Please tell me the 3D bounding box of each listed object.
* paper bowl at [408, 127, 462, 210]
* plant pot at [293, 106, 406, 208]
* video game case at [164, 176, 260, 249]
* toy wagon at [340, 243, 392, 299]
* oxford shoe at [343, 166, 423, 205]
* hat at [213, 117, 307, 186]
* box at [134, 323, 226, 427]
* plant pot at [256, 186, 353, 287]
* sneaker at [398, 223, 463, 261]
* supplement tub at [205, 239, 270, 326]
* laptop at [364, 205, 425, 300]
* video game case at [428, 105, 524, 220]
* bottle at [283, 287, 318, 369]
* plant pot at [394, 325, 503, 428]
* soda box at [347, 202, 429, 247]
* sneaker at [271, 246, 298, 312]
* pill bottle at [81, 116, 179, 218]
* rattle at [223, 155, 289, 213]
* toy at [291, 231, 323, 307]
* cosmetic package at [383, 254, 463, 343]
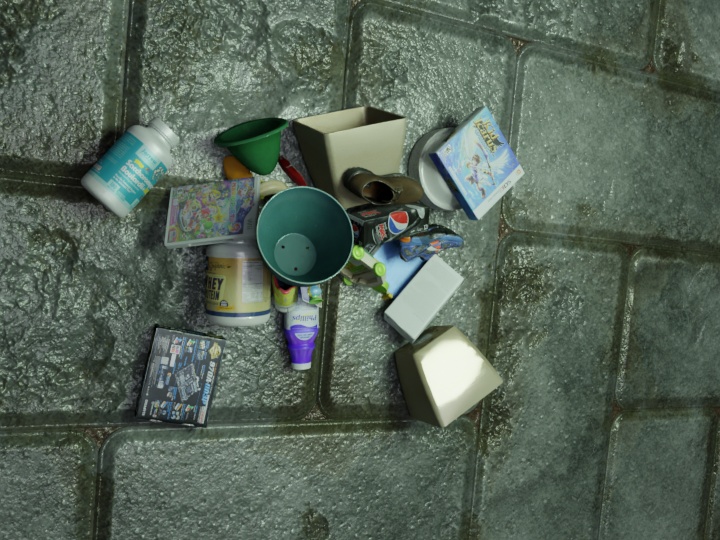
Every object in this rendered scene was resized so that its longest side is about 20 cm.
[{"bbox_3d":[0.227,-0.253,1.628,0.196,0.104,0.206,-3,97,-25],"label":"paper bowl"},{"bbox_3d":[-0.019,-0.253,1.466,0.196,0.200,0.181,-16,115,-22],"label":"plant pot"},{"bbox_3d":[-0.307,-0.122,1.355,0.195,0.018,0.146,-6,62,7],"label":"video game case"},{"bbox_3d":[0.000,0.000,1.521,0.199,0.154,0.040,36,65,-22],"label":"toy wagon"},{"bbox_3d":[0.063,-0.165,1.395,0.196,0.085,0.074,0,121,-34],"label":"oxford shoe"},{"bbox_3d":[-0.208,-0.218,1.404,0.163,0.199,0.179,-26,118,-22],"label":"hat"},{"bbox_3d":[-0.394,0.233,1.425,0.156,0.046,0.205,13,90,-25],"label":"box"},{"bbox_3d":[-0.125,-0.053,1.347,0.195,0.135,0.205,5,73,-15],"label":"plant pot"},{"bbox_3d":[0.168,-0.066,1.598,0.196,0.075,0.080,-4,119,-30],"label":"sneaker"},{"bbox_3d":[-0.264,0.010,1.408,0.141,0.144,0.205,-1,95,-24],"label":"supplement tub"},{"bbox_3d":[0.087,-0.064,1.576,0.115,0.201,0.188,35,77,20],"label":"laptop"},{"bbox_3d":[0.284,-0.258,1.573,0.181,0.045,0.201,-43,111,-16],"label":"video game case"},{"bbox_3d":[-0.139,0.127,1.519,0.082,0.065,0.205,-1,96,-21],"label":"bottle"},{"bbox_3d":[0.198,0.248,1.623,0.198,0.200,0.180,-31,96,-18],"label":"plant pot"},{"bbox_3d":[0.066,-0.109,1.485,0.197,0.070,0.065,-16,118,-35],"label":"soda box"},{"bbox_3d":[-0.165,-0.016,1.448,0.076,0.091,0.204,-5,65,-7],"label":"sneaker"},{"bbox_3d":[-0.459,-0.214,1.316,0.111,0.110,0.201,43,78,-21],"label":"pill bottle"},{"bbox_3d":[-0.202,-0.182,1.481,0.197,0.143,0.132,-12,133,-38],"label":"rattle"},{"bbox_3d":[-0.106,-0.026,1.460,0.046,0.115,0.205,-10,76,16],"label":"toy"},{"bbox_3d":[0.157,0.071,1.624,0.101,0.071,0.200,40,77,11],"label":"cosmetic package"}]
